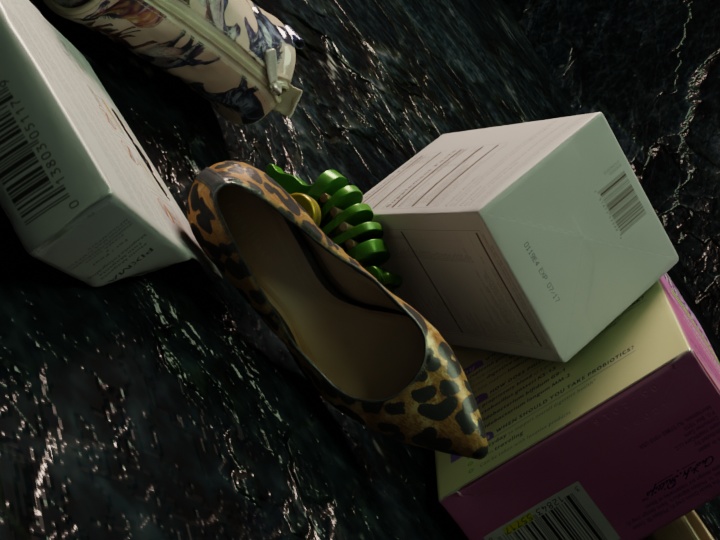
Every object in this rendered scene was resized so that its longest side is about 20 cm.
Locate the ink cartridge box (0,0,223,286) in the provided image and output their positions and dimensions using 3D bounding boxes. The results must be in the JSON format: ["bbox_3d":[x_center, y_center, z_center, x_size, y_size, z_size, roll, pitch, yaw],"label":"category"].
[{"bbox_3d":[-0.145,-0.065,0.632,0.163,0.057,0.200,57,-4,13],"label":"ink cartridge box"}]

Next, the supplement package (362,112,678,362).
[{"bbox_3d":[0.090,-0.023,0.865,0.114,0.109,0.199,58,-21,-16],"label":"supplement package"}]

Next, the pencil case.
[{"bbox_3d":[-0.114,-0.158,0.805,0.089,0.079,0.200,22,-3,32],"label":"pencil case"}]

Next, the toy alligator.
[{"bbox_3d":[0.000,0.000,0.850,0.201,0.054,0.059,60,18,21],"label":"toy alligator"}]

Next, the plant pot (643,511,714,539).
[{"bbox_3d":[0.206,0.216,0.897,0.202,0.092,0.201,53,10,-13],"label":"plant pot"}]

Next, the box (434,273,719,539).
[{"bbox_3d":[0.143,0.086,0.849,0.097,0.175,0.200,52,15,-19],"label":"box"}]

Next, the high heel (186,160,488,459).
[{"bbox_3d":[-0.011,0.026,0.682,0.200,0.071,0.143,42,-4,14],"label":"high heel"}]
